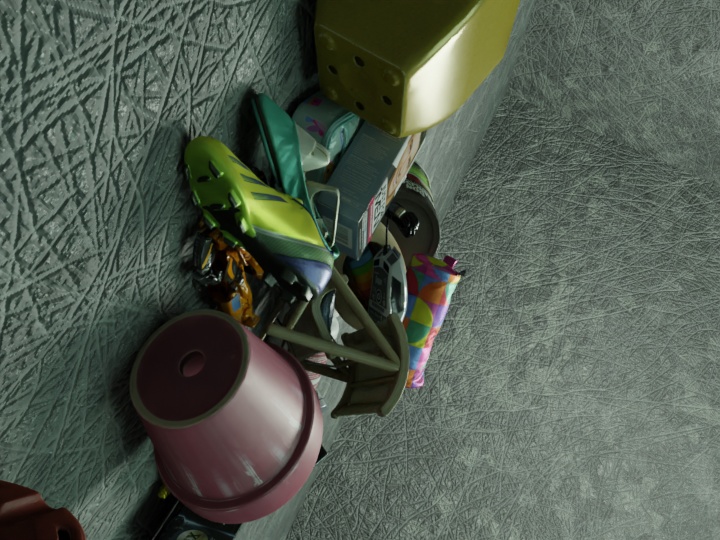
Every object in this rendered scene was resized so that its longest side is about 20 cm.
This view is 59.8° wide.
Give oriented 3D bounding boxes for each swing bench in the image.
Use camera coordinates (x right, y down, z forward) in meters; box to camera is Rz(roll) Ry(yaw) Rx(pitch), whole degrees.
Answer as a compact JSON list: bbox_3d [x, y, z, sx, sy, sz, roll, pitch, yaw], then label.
[{"bbox_3d":[-0.044,0.100,0.869,0.131,0.198,0.198,-58,-167,-24],"label":"swing bench"}]

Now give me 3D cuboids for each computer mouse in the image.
[{"bbox_3d":[0.046,0.003,0.901,0.109,0.043,0.206,-150,-118,-62],"label":"computer mouse"}]

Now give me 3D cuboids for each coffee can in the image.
[{"bbox_3d":[0.059,-0.101,1.085,0.201,0.143,0.149,-88,-163,-63],"label":"coffee can"}]

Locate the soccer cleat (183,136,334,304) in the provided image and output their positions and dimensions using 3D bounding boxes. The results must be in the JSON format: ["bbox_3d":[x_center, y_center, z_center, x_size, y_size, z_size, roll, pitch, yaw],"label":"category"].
[{"bbox_3d":[-0.093,-0.055,0.604,0.201,0.064,0.085,53,50,-33],"label":"soccer cleat"}]

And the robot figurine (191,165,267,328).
[{"bbox_3d":[-0.130,-0.021,0.704,0.201,0.057,0.147,96,19,-61],"label":"robot figurine"}]

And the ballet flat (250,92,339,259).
[{"bbox_3d":[-0.060,-0.094,0.667,0.068,0.068,0.205,-108,-175,-62],"label":"ballet flat"}]

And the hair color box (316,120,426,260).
[{"bbox_3d":[0.019,-0.127,0.781,0.203,0.059,0.100,-61,169,-22],"label":"hair color box"}]

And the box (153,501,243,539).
[{"bbox_3d":[-0.218,0.347,0.919,0.202,0.085,0.164,-57,-175,-36],"label":"box"}]

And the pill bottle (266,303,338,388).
[{"bbox_3d":[-0.100,0.117,1.044,0.204,0.108,0.109,-67,169,16],"label":"pill bottle"}]

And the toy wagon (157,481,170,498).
[{"bbox_3d":[-0.196,0.232,0.842,0.201,0.039,0.155,-50,-165,8],"label":"toy wagon"}]

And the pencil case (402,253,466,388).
[{"bbox_3d":[0.089,0.074,0.951,0.088,0.087,0.205,-25,136,-74],"label":"pencil case"}]

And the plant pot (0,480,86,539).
[{"bbox_3d":[-0.257,0.242,0.357,0.201,0.196,0.201,11,96,-79],"label":"plant pot"}]

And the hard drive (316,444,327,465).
[{"bbox_3d":[-0.134,0.258,0.968,0.037,0.141,0.200,-30,170,-35],"label":"hard drive"}]

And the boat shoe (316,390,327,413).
[{"bbox_3d":[-0.163,0.270,1.191,0.199,0.087,0.075,-25,155,-28],"label":"boat shoe"}]

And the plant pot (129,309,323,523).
[{"bbox_3d":[-0.151,0.145,0.677,0.203,0.196,0.181,-59,153,-26],"label":"plant pot"}]

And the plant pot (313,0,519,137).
[{"bbox_3d":[0.048,-0.274,0.695,0.202,0.193,0.195,-54,167,-18],"label":"plant pot"}]

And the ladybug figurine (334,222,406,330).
[{"bbox_3d":[0.000,0.000,0.971,0.133,0.072,0.205,-26,111,-17],"label":"ladybug figurine"}]

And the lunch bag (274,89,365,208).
[{"bbox_3d":[-0.051,-0.126,0.810,0.161,0.076,0.204,-52,163,-53],"label":"lunch bag"}]
